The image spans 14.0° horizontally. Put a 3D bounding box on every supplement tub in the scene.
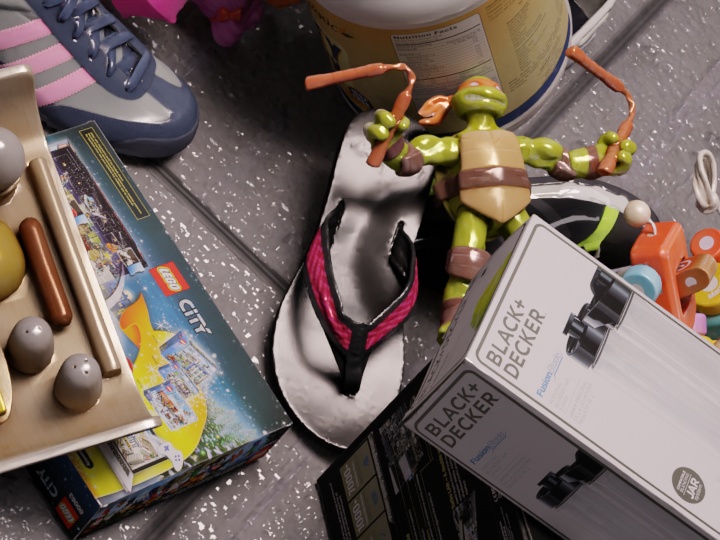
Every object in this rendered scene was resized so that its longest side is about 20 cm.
[{"bbox_3d":[0.037,-0.173,1.635,0.143,0.200,0.145,-6,61,10],"label":"supplement tub"}]

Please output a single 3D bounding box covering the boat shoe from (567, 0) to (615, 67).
[{"bbox_3d":[0.083,-0.144,1.784,0.074,0.065,0.200,49,44,7],"label":"boat shoe"}]

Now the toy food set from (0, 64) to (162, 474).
[{"bbox_3d":[-0.195,0.007,1.428,0.143,0.060,0.201,-16,71,-16],"label":"toy food set"}]

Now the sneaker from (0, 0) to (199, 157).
[{"bbox_3d":[-0.165,-0.133,1.587,0.199,0.082,0.070,28,45,-15],"label":"sneaker"}]

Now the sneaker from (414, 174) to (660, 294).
[{"bbox_3d":[0.079,-0.007,1.680,0.199,0.072,0.083,6,61,-18],"label":"sneaker"}]

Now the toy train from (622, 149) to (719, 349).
[{"bbox_3d":[0.206,0.008,1.695,0.200,0.055,0.151,-45,128,-61],"label":"toy train"}]

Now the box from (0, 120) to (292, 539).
[{"bbox_3d":[-0.142,0.027,1.510,0.136,0.038,0.201,-21,71,-43],"label":"box"}]

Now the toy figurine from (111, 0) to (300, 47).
[{"bbox_3d":[-0.077,-0.203,1.701,0.200,0.150,0.184,52,53,-25],"label":"toy figurine"}]

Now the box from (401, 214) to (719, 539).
[{"bbox_3d":[0.130,0.079,1.412,0.200,0.060,0.117,36,44,-6],"label":"box"}]

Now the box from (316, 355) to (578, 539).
[{"bbox_3d":[0.071,0.154,1.474,0.086,0.164,0.201,6,53,-32],"label":"box"}]

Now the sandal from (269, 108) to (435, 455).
[{"bbox_3d":[0.000,0.000,1.591,0.075,0.045,0.201,16,70,-12],"label":"sandal"}]

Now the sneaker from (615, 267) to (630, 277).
[{"bbox_3d":[0.114,0.047,1.652,0.200,0.084,0.075,-41,127,-65],"label":"sneaker"}]

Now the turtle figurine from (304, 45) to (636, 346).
[{"bbox_3d":[0.061,-0.040,1.590,0.199,0.064,0.162,3,71,-25],"label":"turtle figurine"}]
